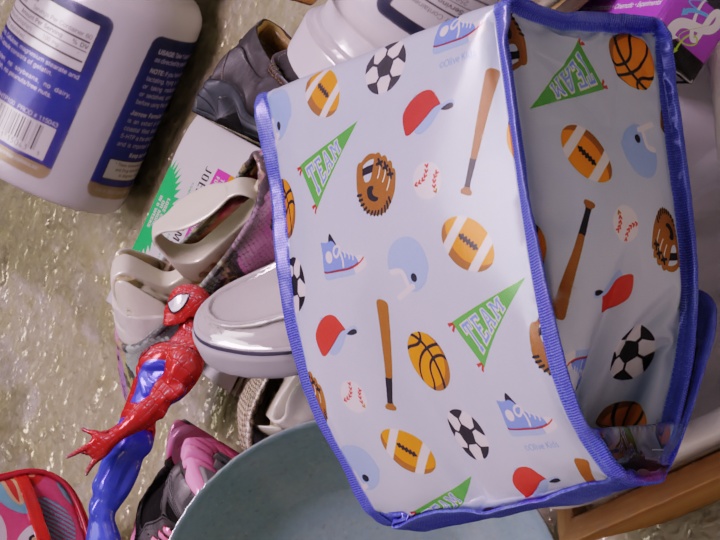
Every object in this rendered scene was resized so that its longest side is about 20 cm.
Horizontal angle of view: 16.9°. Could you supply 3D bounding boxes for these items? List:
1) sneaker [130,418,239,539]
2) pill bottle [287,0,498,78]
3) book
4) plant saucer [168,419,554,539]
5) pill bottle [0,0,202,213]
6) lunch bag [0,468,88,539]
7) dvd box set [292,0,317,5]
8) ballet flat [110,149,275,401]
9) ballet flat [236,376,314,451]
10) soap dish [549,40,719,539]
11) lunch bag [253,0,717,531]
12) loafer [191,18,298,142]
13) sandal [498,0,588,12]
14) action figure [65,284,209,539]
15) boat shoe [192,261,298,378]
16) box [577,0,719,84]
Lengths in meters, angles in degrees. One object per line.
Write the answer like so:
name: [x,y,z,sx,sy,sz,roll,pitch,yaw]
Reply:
sneaker: [-0.091,0.141,1.326,0.095,0.079,0.200,-54,5,-4]
pill bottle: [0.051,-0.171,1.278,0.200,0.116,0.116,-55,37,25]
book: [-0.074,-0.008,1.459,0.200,0.048,0.134,29,95,58]
plant saucer: [-0.001,0.168,1.155,0.039,0.201,0.201,162,124,-85]
pill bottle: [-0.173,-0.150,1.596,0.200,0.120,0.120,-64,34,12]
lunch bag: [-0.208,0.222,1.434,0.082,0.176,0.200,-42,64,50]
dvd box set: [0.008,-0.251,1.231,0.200,0.029,0.146,-38,59,36]
ballet flat: [-0.096,-0.003,1.379,0.200,0.071,0.069,-45,37,30]
ballet flat: [-0.002,0.027,1.295,0.200,0.068,0.075,-57,8,14]
soap dish: [0.146,0.011,1.085,0.157,0.081,0.200,-32,51,45]
lunch bag: [0.056,0.004,1.030,0.170,0.124,0.200,-18,75,50]
loafer: [-0.034,-0.104,1.416,0.200,0.073,0.072,25,92,56]
sandal: [0.096,-0.179,1.134,0.080,0.054,0.200,-28,30,52]
action figure: [-0.131,0.100,1.338,0.200,0.052,0.065,-63,2,-4]
boat shoe: [0.000,0.000,1.208,0.200,0.066,0.072,-10,43,23]
box: [0.161,-0.172,1.110,0.200,0.036,0.143,-57,19,-8]
